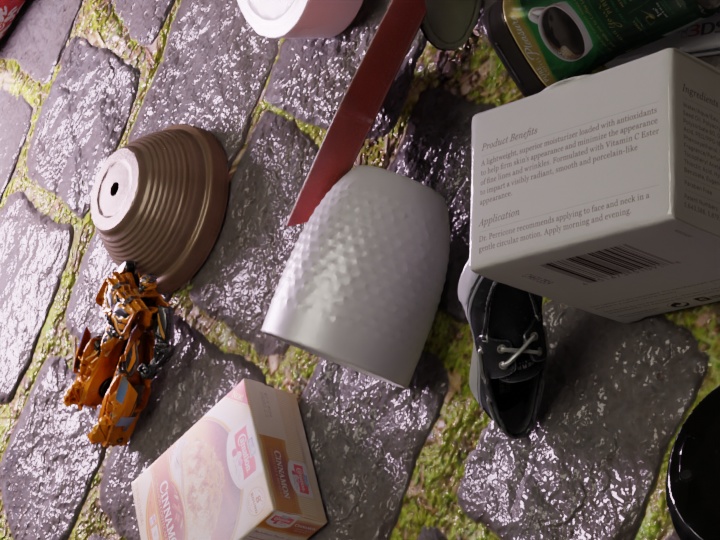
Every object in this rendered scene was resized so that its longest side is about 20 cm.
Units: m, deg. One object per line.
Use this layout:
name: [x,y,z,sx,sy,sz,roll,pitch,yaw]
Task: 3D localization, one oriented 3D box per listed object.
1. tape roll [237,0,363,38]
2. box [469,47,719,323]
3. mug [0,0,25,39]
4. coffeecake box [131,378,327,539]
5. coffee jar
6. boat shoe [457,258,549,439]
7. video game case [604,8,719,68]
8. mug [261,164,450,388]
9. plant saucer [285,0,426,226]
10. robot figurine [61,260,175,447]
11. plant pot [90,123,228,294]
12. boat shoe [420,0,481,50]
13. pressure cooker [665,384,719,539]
tape roll: [-0.066,-0.349,1.721,0.202,0.070,0.205,11,103,58]
box: [0.216,-0.056,1.223,0.198,0.199,0.132,-15,66,46]
mug: [-0.559,-0.369,2.346,0.133,0.177,0.201,41,116,11]
coffeecake box: [-0.136,0.232,1.621,0.200,0.073,0.155,-43,46,30]
coffee jar: [0.198,-0.221,1.351,0.199,0.105,0.085,-25,12,41]
boat shoe: [0.123,0.060,1.323,0.201,0.071,0.068,89,161,-44]
video game case: [0.290,-0.277,1.364,0.181,0.023,0.202,-1,74,49]
mug: [0.000,0.000,1.513,0.177,0.146,0.200,-69,15,-5]
plant saucer: [0.002,-0.158,1.546,0.200,0.036,0.201,117,178,-55]
robot figurine: [-0.272,0.091,1.821,0.145,0.058,0.201,44,123,40]
plant pot: [-0.247,-0.080,1.862,0.200,0.092,0.203,-22,59,44]
boat shoe: [0.070,-0.304,1.598,0.066,0.074,0.202,143,119,-63]
pressure cooker: [0.302,0.174,1.044,0.177,0.201,0.177,-17,39,21]
